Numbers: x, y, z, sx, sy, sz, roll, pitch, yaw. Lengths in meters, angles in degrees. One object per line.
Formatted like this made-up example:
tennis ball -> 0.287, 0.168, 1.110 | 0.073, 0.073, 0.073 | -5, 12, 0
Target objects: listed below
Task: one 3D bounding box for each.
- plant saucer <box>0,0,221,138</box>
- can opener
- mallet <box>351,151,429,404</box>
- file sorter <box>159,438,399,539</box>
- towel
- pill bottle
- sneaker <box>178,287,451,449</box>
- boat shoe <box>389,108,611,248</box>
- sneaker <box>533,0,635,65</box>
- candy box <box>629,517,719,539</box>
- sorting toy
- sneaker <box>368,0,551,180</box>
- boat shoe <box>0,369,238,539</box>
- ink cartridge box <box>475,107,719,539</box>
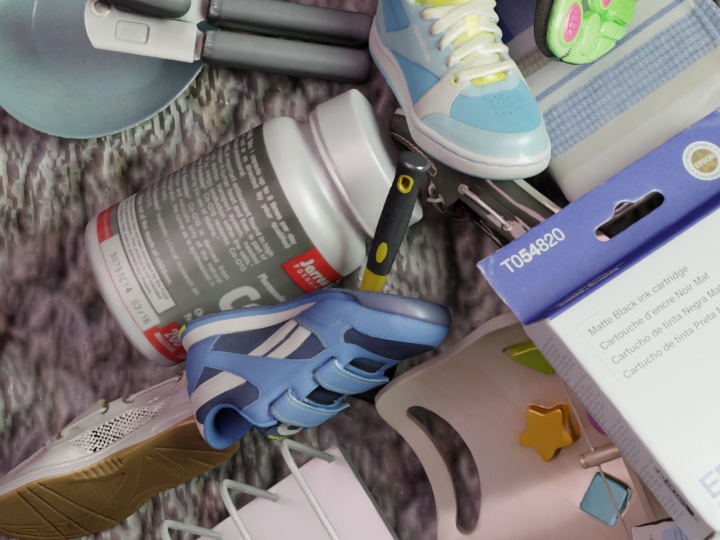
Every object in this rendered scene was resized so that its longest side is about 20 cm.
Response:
plant saucer -> -0.181, -0.186, 1.382 | 0.201, 0.039, 0.201 | -4, 78, 18
can opener -> -0.088, -0.162, 1.303 | 0.200, 0.066, 0.053 | 9, 81, -9
mallet -> 0.000, 0.000, 1.220 | 0.066, 0.200, 0.041 | 20, 42, 12
file sorter -> -0.076, 0.216, 1.222 | 0.200, 0.125, 0.139 | -36, 70, 9
towel -> 0.163, -0.132, 1.242 | 0.147, 0.024, 0.200 | -35, 53, 9
pill bottle -> -0.068, -0.029, 1.274 | 0.200, 0.114, 0.114 | -28, 72, 11
sneaker -> -0.027, 0.060, 1.188 | 0.200, 0.074, 0.082 | -15, 67, 39
boat shoe -> 0.089, -0.033, 1.250 | 0.200, 0.067, 0.057 | 35, 86, 17
sneaker -> 0.125, -0.204, 1.250 | 0.084, 0.077, 0.200 | -21, 46, 28
candy box -> 0.271, 0.191, 1.088 | 0.200, 0.168, 0.072 | -17, 43, 14
sorting toy -> 0.106, 0.106, 1.192 | 0.180, 0.107, 0.200 | -18, 103, 25
sneaker -> 0.062, -0.153, 1.215 | 0.079, 0.131, 0.200 | -13, 41, -21
boat shoe -> -0.167, 0.120, 1.307 | 0.200, 0.071, 0.069 | -24, 46, 20
ink cartridge box -> 0.200, 0.018, 1.080 | 0.200, 0.041, 0.200 | -33, 75, -21
